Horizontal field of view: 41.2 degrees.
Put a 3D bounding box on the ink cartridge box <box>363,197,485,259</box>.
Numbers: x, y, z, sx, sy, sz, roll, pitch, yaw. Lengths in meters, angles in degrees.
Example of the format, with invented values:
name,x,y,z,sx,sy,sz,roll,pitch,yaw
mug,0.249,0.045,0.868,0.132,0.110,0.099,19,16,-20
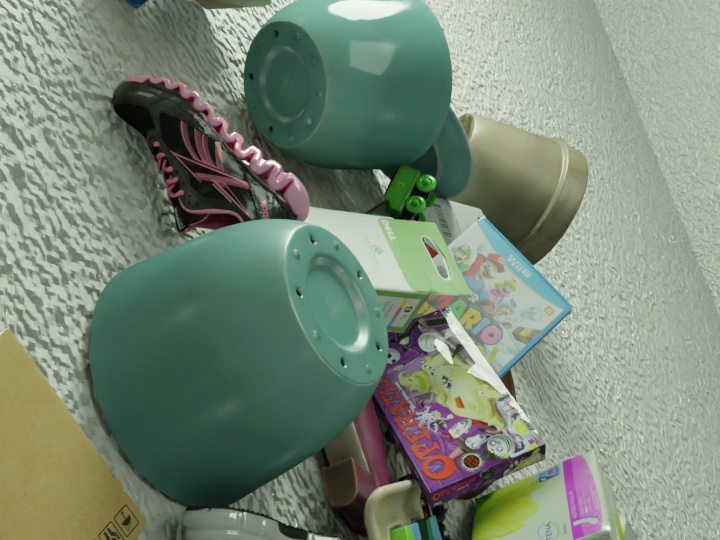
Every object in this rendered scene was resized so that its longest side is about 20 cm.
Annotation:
name,x,y,z,sx,sy,sz,roll,pitch,yaw
ink cartridge box,0.097,-0.004,1.161,0.199,0.082,0.148,8,59,-57

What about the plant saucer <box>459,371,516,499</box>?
name,x,y,z,sx,sy,sz,roll,pitch,yaw
plant saucer,0.127,0.151,1.068,0.199,0.034,0.204,14,73,-54

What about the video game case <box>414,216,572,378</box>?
name,x,y,z,sx,sy,sz,roll,pitch,yaw
video game case,0.110,0.052,1.021,0.199,0.018,0.143,-39,74,-20

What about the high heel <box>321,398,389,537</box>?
name,x,y,z,sx,sy,sz,roll,pitch,yaw
high heel,-0.009,0.146,0.892,0.096,0.066,0.203,54,27,-50

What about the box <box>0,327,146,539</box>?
name,x,y,z,sx,sy,sz,roll,pitch,yaw
box,-0.222,0.145,0.553,0.165,0.021,0.200,58,28,-10

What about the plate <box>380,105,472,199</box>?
name,x,y,z,sx,sy,sz,roll,pitch,yaw
plate,0.046,-0.159,1.131,0.026,0.199,0.201,-44,108,-25

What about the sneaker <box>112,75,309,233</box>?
name,x,y,z,sx,sy,sz,roll,pitch,yaw
sneaker,-0.142,-0.083,0.825,0.199,0.079,0.096,37,69,-3

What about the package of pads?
name,x,y,z,sx,sy,sz,roll,pitch,yaw
package of pads,0.185,0.270,0.970,0.069,0.153,0.200,62,13,-6

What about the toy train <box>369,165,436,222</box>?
name,x,y,z,sx,sy,sz,roll,pitch,yaw
toy train,0.025,-0.029,1.024,0.042,0.056,0.202,83,30,-59

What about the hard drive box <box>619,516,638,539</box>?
name,x,y,z,sx,sy,sz,roll,pitch,yaw
hard drive box,0.201,0.351,0.952,0.078,0.154,0.200,59,27,-5

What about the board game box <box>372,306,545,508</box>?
name,x,y,z,sx,sy,sz,roll,pitch,yaw
board game box,0.076,0.122,0.915,0.201,0.118,0.033,-124,-164,-46

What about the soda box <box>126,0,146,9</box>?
name,x,y,z,sx,sy,sz,roll,pitch,yaw
soda box,-0.219,-0.361,0.951,0.064,0.067,0.203,33,39,-42

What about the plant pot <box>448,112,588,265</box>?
name,x,y,z,sx,sy,sz,roll,pitch,yaw
plant pot,0.190,-0.126,1.343,0.172,0.200,0.202,31,38,-20

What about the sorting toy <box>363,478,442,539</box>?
name,x,y,z,sx,sy,sz,roll,pitch,yaw
sorting toy,0.056,0.281,0.814,0.185,0.036,0.204,31,47,-73

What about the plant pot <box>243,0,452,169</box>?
name,x,y,z,sx,sy,sz,roll,pitch,yaw
plant pot,-0.027,-0.200,1.016,0.160,0.199,0.203,-16,79,-47

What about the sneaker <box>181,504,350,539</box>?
name,x,y,z,sx,sy,sz,roll,pitch,yaw
sneaker,-0.061,0.233,0.720,0.199,0.073,0.081,28,59,-42

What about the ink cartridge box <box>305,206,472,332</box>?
name,x,y,z,sx,sy,sz,roll,pitch,yaw
ink cartridge box,0.000,0.000,0.924,0.197,0.060,0.105,5,43,-33

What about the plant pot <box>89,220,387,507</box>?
name,x,y,z,sx,sy,sz,roll,pitch,yaw
plant pot,-0.077,0.055,0.728,0.200,0.159,0.203,41,34,-36

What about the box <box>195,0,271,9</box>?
name,x,y,z,sx,sy,sz,roll,pitch,yaw
box,-0.132,-0.314,0.940,0.200,0.076,0.097,-103,-171,-81

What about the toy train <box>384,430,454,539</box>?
name,x,y,z,sx,sy,sz,roll,pitch,yaw
toy train,0.060,0.220,0.948,0.034,0.045,0.203,95,-17,-69
